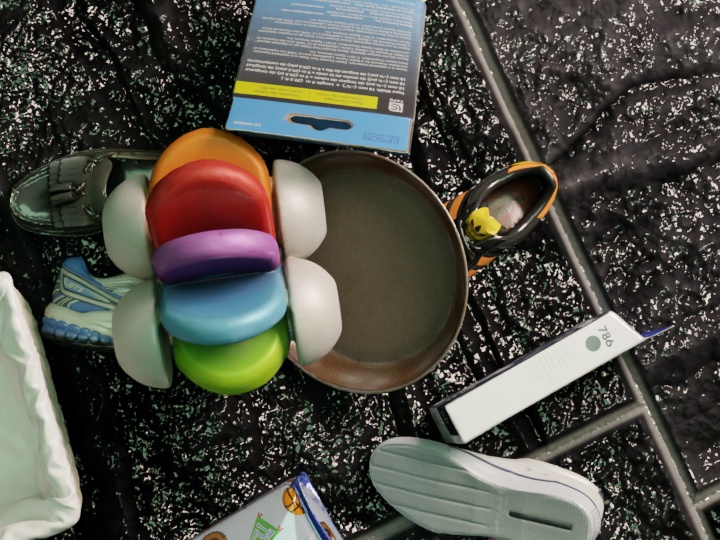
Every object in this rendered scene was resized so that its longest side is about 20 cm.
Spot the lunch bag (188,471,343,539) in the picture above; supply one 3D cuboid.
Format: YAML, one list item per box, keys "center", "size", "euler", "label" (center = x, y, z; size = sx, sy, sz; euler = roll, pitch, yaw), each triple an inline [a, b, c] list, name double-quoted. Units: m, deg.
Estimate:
- center: [-0.065, 0.287, 1.125]
  size: [0.169, 0.124, 0.201]
  euler: [-30, 86, -1]
  label: "lunch bag"

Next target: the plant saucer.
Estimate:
- center: [0.000, 0.000, 1.169]
  size: [0.198, 0.032, 0.202]
  euler: [6, 104, 24]
  label: "plant saucer"

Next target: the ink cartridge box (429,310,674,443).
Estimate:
- center: [0.155, 0.081, 1.183]
  size: [0.199, 0.099, 0.039]
  euler: [-27, 86, -8]
  label: "ink cartridge box"

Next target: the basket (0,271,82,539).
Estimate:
- center: [-0.327, 0.128, 1.103]
  size: [0.196, 0.161, 0.202]
  euler: [-17, 85, -7]
  label: "basket"

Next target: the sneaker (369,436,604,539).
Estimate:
- center: [0.105, 0.184, 1.182]
  size: [0.198, 0.071, 0.074]
  euler: [17, 104, 20]
  label: "sneaker"

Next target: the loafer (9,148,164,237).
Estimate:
- center: [-0.195, -0.073, 1.184]
  size: [0.198, 0.063, 0.073]
  euler: [-8, 85, -6]
  label: "loafer"

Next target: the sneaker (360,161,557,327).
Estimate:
- center: [0.081, -0.027, 1.191]
  size: [0.199, 0.090, 0.070]
  euler: [-37, 88, -7]
  label: "sneaker"

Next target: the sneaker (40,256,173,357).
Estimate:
- center: [-0.159, 0.026, 1.174]
  size: [0.198, 0.077, 0.086]
  euler: [6, 79, -5]
  label: "sneaker"

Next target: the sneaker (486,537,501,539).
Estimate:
- center: [0.083, 0.294, 1.160]
  size: [0.080, 0.086, 0.201]
  euler: [35, 82, 0]
  label: "sneaker"

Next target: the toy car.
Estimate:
- center: [-0.107, -0.012, 1.077]
  size: [0.173, 0.150, 0.202]
  euler: [-7, 69, -4]
  label: "toy car"

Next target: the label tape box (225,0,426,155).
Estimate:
- center: [-0.026, -0.145, 1.149]
  size: [0.143, 0.064, 0.201]
  euler: [7, 45, 1]
  label: "label tape box"
